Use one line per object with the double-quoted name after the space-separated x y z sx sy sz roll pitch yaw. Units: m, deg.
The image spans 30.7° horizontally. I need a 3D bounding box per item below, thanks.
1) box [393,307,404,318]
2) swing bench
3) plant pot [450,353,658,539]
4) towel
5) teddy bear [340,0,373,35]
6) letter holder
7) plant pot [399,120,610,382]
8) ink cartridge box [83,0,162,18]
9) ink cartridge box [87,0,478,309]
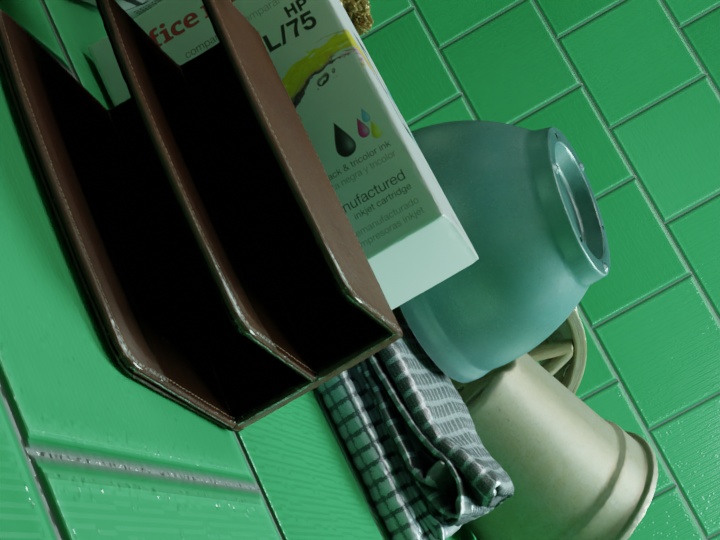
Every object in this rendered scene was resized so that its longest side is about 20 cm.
0.000 0.000 0.996 0.200 0.075 0.051 24 53 -59 "box"
0.131 0.071 1.385 0.130 0.199 0.199 58 7 -26 "swing bench"
0.143 0.167 1.227 0.184 0.200 0.201 48 10 -17 "plant pot"
0.044 0.118 0.986 0.167 0.085 0.200 62 6 12 "towel"
-0.056 -0.155 0.977 0.067 0.144 0.201 -53 156 -39 "teddy bear"
-0.081 -0.046 0.623 0.201 0.100 0.142 64 9 24 "letter holder"
0.110 -0.030 1.002 0.200 0.133 0.202 49 30 -42 "plant pot"
-0.142 -0.268 0.875 0.146 0.146 0.200 61 6 -2 "ink cartridge box"
-0.044 -0.069 0.807 0.201 0.146 0.146 62 7 14 "ink cartridge box"
